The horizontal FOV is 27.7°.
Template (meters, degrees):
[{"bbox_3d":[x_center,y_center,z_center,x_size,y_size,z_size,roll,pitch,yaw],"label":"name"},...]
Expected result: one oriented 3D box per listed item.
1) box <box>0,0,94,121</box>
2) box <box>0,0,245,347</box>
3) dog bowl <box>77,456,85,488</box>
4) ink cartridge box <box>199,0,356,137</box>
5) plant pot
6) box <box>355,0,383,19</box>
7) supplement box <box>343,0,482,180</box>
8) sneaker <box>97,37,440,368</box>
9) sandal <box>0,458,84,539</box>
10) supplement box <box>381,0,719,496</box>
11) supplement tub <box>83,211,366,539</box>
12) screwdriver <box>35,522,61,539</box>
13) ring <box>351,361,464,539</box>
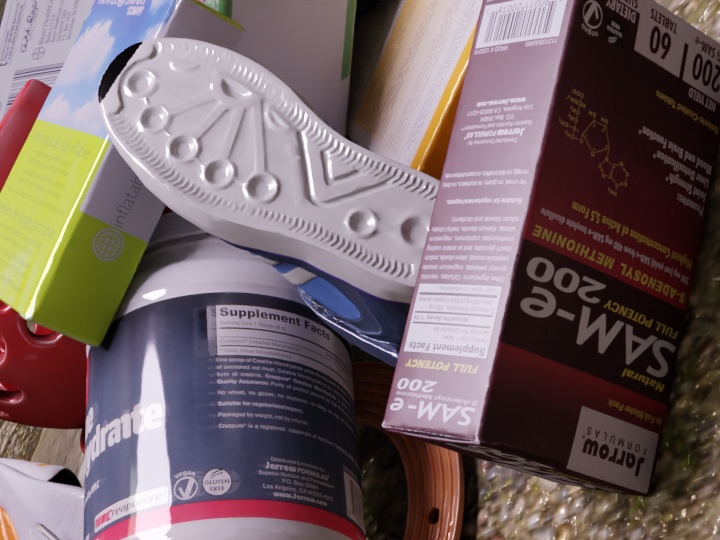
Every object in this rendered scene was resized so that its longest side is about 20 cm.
[{"bbox_3d":[-0.217,-0.116,1.225,0.105,0.200,0.185,-5,62,23],"label":"box"},{"bbox_3d":[-0.133,-0.070,0.764,0.122,0.048,0.201,20,84,59],"label":"box"},{"bbox_3d":[-0.142,0.177,1.022,0.200,0.079,0.201,-46,35,45],"label":"dog bowl"},{"bbox_3d":[-0.084,-0.142,0.869,0.200,0.087,0.146,36,127,54],"label":"ink cartridge box"},{"bbox_3d":[-0.185,0.010,0.923,0.201,0.182,0.201,-49,18,22],"label":"plant pot"},{"bbox_3d":[-0.010,-0.202,0.888,0.200,0.032,0.122,-18,56,63],"label":"box"},{"bbox_3d":[0.052,-0.114,0.810,0.126,0.073,0.200,-65,23,14],"label":"supplement box"},{"bbox_3d":[-0.029,-0.021,0.704,0.081,0.200,0.147,-58,-13,-17],"label":"sneaker"},{"bbox_3d":[-0.211,0.176,1.016,0.206,0.059,0.079,3,93,45],"label":"sandal"},{"bbox_3d":[0.087,-0.016,0.613,0.061,0.109,0.201,2,75,51],"label":"supplement box"},{"bbox_3d":[-0.071,0.083,0.748,0.140,0.140,0.201,-45,40,45],"label":"supplement tub"},{"bbox_3d":[-0.135,0.218,0.907,0.200,0.028,0.029,30,134,28],"label":"screwdriver"},{"bbox_3d":[-0.017,0.145,0.788,0.200,0.019,0.201,-28,46,34],"label":"ring"}]
